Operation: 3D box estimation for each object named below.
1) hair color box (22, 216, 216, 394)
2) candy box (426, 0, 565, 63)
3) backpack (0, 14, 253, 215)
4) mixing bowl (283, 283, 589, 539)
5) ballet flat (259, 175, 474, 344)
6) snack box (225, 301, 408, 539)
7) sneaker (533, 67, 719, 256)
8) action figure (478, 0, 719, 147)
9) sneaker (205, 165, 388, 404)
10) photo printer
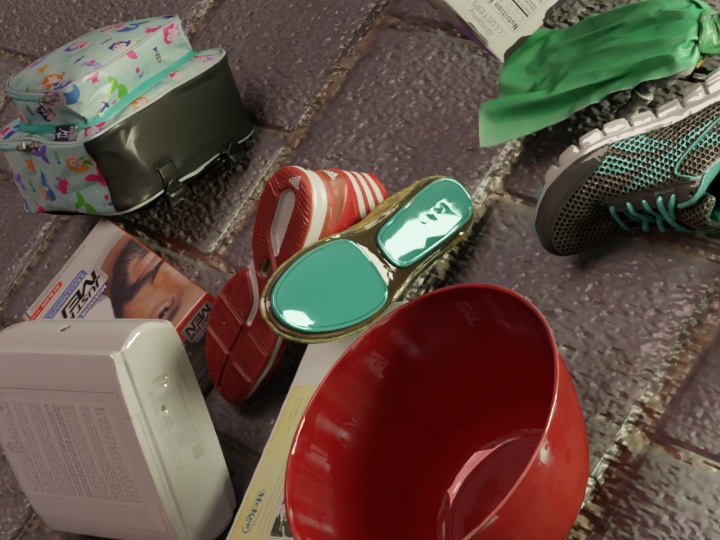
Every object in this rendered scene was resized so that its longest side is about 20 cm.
[{"bbox_3d":[-0.181,0.042,1.508,0.111,0.064,0.200,-52,37,-6],"label":"hair color box"},{"bbox_3d":[0.132,-0.265,1.427,0.200,0.072,0.168,-45,22,5],"label":"candy box"},{"bbox_3d":[-0.217,-0.125,1.618,0.200,0.151,0.177,-9,24,50],"label":"backpack"},{"bbox_3d":[0.063,0.119,1.146,0.200,0.108,0.201,-26,42,27],"label":"mixing bowl"},{"bbox_3d":[0.000,0.000,1.310,0.200,0.071,0.071,-36,26,-35],"label":"ballet flat"},{"bbox_3d":[-0.010,0.114,1.286,0.116,0.037,0.201,-4,54,45],"label":"snack box"},{"bbox_3d":[0.198,-0.056,1.200,0.200,0.078,0.091,-32,43,24],"label":"sneaker"},{"bbox_3d":[0.181,-0.143,1.309,0.200,0.055,0.118,-14,46,43],"label":"action figure"},{"bbox_3d":[-0.033,0.014,1.386,0.078,0.115,0.200,53,131,35],"label":"sneaker"},{"bbox_3d":[-0.193,0.115,1.375,0.200,0.167,0.069,-2,22,46],"label":"photo printer"}]
